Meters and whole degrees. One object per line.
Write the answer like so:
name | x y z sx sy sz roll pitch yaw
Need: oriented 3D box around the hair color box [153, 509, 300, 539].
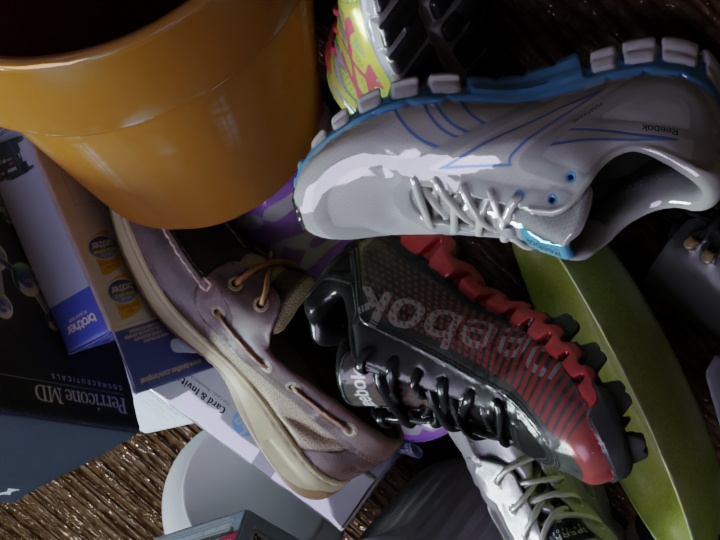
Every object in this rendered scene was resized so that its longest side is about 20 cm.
hair color box | -0.021 0.210 1.198 0.199 0.061 0.099 33 148 -25

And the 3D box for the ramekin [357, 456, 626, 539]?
ramekin | 0.085 0.202 1.291 0.199 0.105 0.201 24 145 18

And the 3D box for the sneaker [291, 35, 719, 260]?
sneaker | 0.065 -0.039 0.935 0.198 0.087 0.075 -14 140 12

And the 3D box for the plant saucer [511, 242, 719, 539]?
plant saucer | 0.128 0.052 1.044 0.201 0.031 0.200 64 177 6

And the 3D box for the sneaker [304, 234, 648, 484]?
sneaker | 0.046 0.047 1.004 0.200 0.098 0.071 41 159 37

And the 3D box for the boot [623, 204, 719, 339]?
boot | 0.201 0.000 0.944 0.138 0.078 0.200 33 147 3

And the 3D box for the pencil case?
pencil case | 0.000 0.000 1.144 0.201 0.084 0.085 55 165 -24

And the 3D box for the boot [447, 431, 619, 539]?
boot | 0.098 0.110 1.117 0.200 0.073 0.096 57 -177 -39

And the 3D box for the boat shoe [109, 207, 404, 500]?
boat shoe | -0.048 0.019 1.082 0.072 0.072 0.201 -30 94 34

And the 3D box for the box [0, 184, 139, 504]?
box | -0.217 0.003 1.098 0.107 0.201 0.148 -28 156 30

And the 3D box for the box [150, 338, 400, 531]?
box | -0.064 0.054 1.212 0.199 0.156 0.041 36 105 4

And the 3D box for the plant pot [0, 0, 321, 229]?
plant pot | -0.101 -0.119 0.993 0.199 0.201 0.184 19 155 26

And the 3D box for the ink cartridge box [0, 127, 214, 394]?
ink cartridge box | -0.130 -0.034 1.110 0.042 0.119 0.201 -29 83 33

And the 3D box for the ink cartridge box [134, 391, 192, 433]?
ink cartridge box | -0.170 0.025 1.317 0.199 0.041 0.200 37 161 -15

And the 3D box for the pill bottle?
pill bottle | -0.066 0.152 1.317 0.113 0.113 0.200 33 166 6

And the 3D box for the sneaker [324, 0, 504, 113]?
sneaker | 0.012 -0.108 0.997 0.090 0.078 0.201 20 143 37

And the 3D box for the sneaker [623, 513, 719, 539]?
sneaker | 0.193 0.229 1.217 0.200 0.084 0.121 43 116 -11

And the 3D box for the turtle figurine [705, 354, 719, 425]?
turtle figurine | 0.206 0.179 0.976 0.199 0.195 0.144 24 158 4
